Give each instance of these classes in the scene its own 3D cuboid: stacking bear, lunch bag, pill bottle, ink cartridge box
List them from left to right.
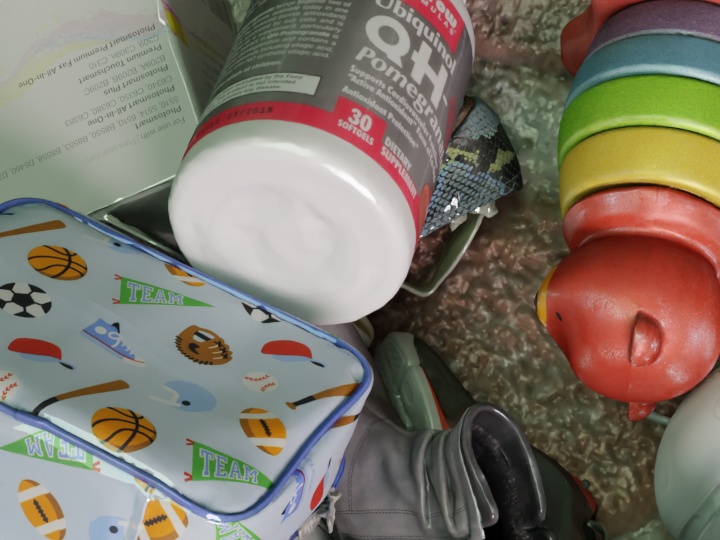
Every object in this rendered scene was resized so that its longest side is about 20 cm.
[{"bbox_3d":[-0.127,-0.082,1.058,0.124,0.128,0.202,-21,74,12],"label":"ink cartridge box"},{"bbox_3d":[-0.097,0.053,0.879,0.199,0.160,0.076,27,124,12],"label":"lunch bag"},{"bbox_3d":[-0.009,-0.082,0.970,0.110,0.111,0.201,3,46,17],"label":"pill bottle"},{"bbox_3d":[0.132,-0.035,0.952,0.113,0.122,0.202,11,63,5],"label":"stacking bear"}]

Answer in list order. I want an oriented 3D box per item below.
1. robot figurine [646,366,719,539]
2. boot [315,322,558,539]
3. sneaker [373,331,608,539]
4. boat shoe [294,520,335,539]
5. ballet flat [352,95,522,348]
[{"bbox_3d":[0.207,0.114,0.927,0.170,0.113,0.200,-45,70,16],"label":"robot figurine"},{"bbox_3d":[0.025,0.080,0.931,0.069,0.132,0.201,-18,78,-34],"label":"boot"},{"bbox_3d":[0.066,0.112,1.002,0.081,0.077,0.201,-7,53,-29],"label":"sneaker"},{"bbox_3d":[-0.041,0.146,0.985,0.060,0.076,0.201,-27,105,20],"label":"boat shoe"},{"bbox_3d":[0.000,0.000,1.040,0.200,0.074,0.074,-41,71,6],"label":"ballet flat"}]
